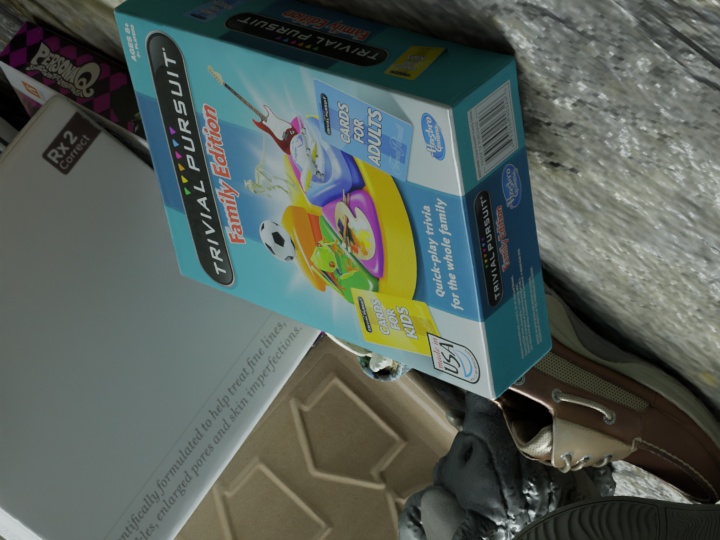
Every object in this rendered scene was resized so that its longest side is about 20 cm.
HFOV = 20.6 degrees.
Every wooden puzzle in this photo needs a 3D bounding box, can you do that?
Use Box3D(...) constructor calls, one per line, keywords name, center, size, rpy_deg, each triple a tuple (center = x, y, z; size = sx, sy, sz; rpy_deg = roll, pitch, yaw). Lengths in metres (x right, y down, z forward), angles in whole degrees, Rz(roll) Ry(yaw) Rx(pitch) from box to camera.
Box3D(name="wooden puzzle", center=(-0.009, 0.162, 1.230), size=(0.185, 0.200, 0.046), rpy_deg=(44, 168, -4))

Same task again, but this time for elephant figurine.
Box3D(name="elephant figurine", center=(0.084, 0.136, 1.116), size=(0.155, 0.142, 0.200), rpy_deg=(36, 167, 11))

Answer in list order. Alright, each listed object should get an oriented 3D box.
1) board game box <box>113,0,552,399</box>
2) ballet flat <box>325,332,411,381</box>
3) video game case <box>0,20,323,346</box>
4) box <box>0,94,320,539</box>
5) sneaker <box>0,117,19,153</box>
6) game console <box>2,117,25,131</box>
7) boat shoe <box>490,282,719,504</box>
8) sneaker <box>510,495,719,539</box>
Box3D(name="board game box", center=(-0.014, -0.042, 0.891), size=(0.200, 0.047, 0.151), rpy_deg=(20, 134, 37))
Box3D(name="ballet flat", center=(0.000, 0.000, 1.016), size=(0.074, 0.074, 0.200), rpy_deg=(23, 159, 31))
Box3D(name="video game case", center=(-0.107, -0.047, 1.153), size=(0.181, 0.036, 0.200), rpy_deg=(29, 162, 20))
Box3D(name="box", center=(-0.162, 0.046, 1.099), size=(0.200, 0.199, 0.131), rpy_deg=(39, 165, -9))
Box3D(name="sneaker", center=(-0.270, -0.074, 1.258), size=(0.200, 0.079, 0.078), rpy_deg=(34, 162, 30))
Box3D(name="game console", center=(-0.266, -0.024, 1.378), size=(0.200, 0.171, 0.118), rpy_deg=(19, -176, 41))
Box3D(name="boat shoe", center=(0.105, 0.068, 1.011), size=(0.200, 0.072, 0.076), rpy_deg=(35, 163, -14))
Box3D(name="sneaker", center=(0.178, 0.166, 1.030), size=(0.199, 0.075, 0.106), rpy_deg=(-6, 153, 14))
